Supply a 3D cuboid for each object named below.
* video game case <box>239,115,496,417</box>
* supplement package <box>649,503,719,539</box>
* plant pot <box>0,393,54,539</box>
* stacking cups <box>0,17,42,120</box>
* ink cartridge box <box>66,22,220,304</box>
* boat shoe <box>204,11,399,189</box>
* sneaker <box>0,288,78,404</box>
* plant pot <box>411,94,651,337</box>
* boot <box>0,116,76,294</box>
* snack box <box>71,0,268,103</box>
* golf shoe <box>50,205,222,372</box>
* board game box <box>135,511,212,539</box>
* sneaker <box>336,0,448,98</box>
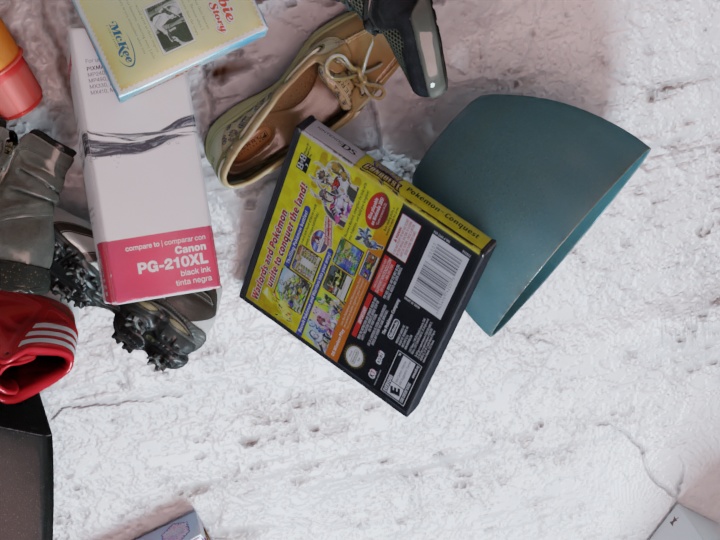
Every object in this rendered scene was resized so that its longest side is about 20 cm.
[{"bbox_3d":[0.000,0.000,1.311,0.180,0.025,0.201,35,134,13],"label":"video game case"},{"bbox_3d":[0.376,0.369,1.593,0.199,0.191,0.147,27,106,-24],"label":"supplement package"},{"bbox_3d":[-0.342,0.179,1.324,0.199,0.200,0.178,15,101,-20],"label":"plant pot"},{"bbox_3d":[-0.303,-0.199,1.209,0.060,0.061,0.201,-27,120,0],"label":"stacking cups"},{"bbox_3d":[-0.165,-0.079,1.216,0.084,0.145,0.201,-9,91,-11],"label":"ink cartridge box"},{"bbox_3d":[-0.036,-0.135,1.308,0.200,0.063,0.073,-40,118,7],"label":"boat shoe"},{"bbox_3d":[-0.320,0.045,1.296,0.199,0.116,0.079,4,115,-16],"label":"sneaker"},{"bbox_3d":[0.121,-0.064,1.330,0.135,0.200,0.200,40,104,8],"label":"plant pot"},{"bbox_3d":[-0.322,-0.057,1.262,0.199,0.068,0.132,7,88,2],"label":"boot"},{"bbox_3d":[-0.157,-0.232,1.126,0.116,0.037,0.201,-25,94,-7],"label":"snack box"},{"bbox_3d":[-0.202,-0.009,1.333,0.200,0.078,0.095,41,57,-9],"label":"golf shoe"},{"bbox_3d":[-0.199,0.348,1.522,0.199,0.041,0.201,-25,120,-1],"label":"board game box"},{"bbox_3d":[-0.005,-0.215,1.247,0.114,0.076,0.200,-23,94,6],"label":"sneaker"}]
